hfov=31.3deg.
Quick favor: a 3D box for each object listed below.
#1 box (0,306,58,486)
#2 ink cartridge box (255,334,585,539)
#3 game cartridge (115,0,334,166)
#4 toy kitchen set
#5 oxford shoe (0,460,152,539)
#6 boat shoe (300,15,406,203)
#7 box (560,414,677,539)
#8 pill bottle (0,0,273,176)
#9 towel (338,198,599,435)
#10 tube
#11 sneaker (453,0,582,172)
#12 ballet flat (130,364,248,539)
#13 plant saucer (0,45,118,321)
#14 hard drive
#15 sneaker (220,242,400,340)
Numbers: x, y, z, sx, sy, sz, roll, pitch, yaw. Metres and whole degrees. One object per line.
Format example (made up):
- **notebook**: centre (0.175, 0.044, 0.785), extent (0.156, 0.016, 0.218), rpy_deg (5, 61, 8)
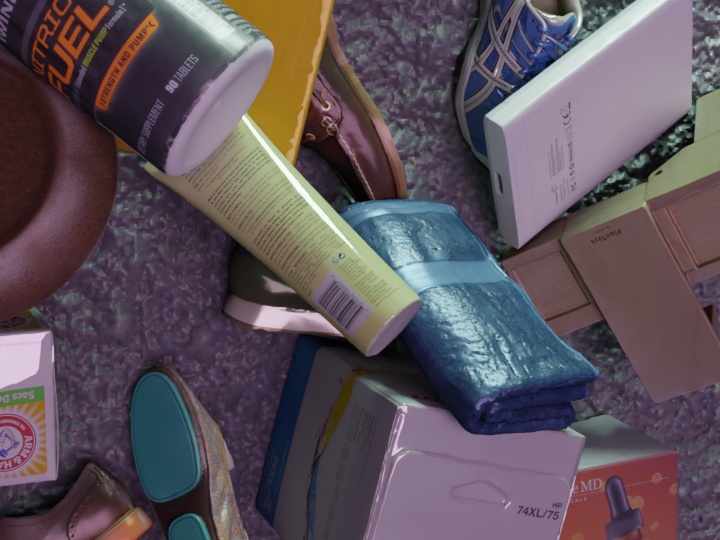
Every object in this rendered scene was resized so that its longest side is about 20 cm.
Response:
- **box**: centre (-0.302, 0.082, 0.825), extent (0.200, 0.112, 0.102), rpy_deg (-4, 102, -22)
- **ink cartridge box**: centre (0.035, 0.148, 0.925), extent (0.147, 0.200, 0.146), rpy_deg (13, 95, -23)
- **game cartridge**: centre (-0.124, -0.161, 0.860), extent (0.200, 0.032, 0.177), rpy_deg (14, 95, -3)
- **toy kitchen set**: centre (0.252, -0.015, 1.054), extent (0.200, 0.180, 0.163), rpy_deg (-23, 109, 26)
- **oxford shoe**: centre (-0.248, 0.215, 0.906), extent (0.200, 0.071, 0.073), rpy_deg (-37, 90, -15)
- **boat shoe**: centre (-0.037, -0.125, 0.918), extent (0.070, 0.070, 0.200), rpy_deg (-32, 102, -21)
- **box**: centre (0.166, 0.236, 1.046), extent (0.152, 0.106, 0.200), rpy_deg (-7, 103, -20)
- **pill bottle**: centre (-0.160, -0.156, 0.786), extent (0.200, 0.106, 0.106), rpy_deg (38, 84, 5)
- **towel**: centre (0.066, 0.024, 0.871), extent (0.112, 0.200, 0.049), rpy_deg (-1, 133, -37)
- **tube**: centre (-0.047, -0.031, 0.826), extent (0.200, 0.052, 0.058), rpy_deg (43, 51, 13)
- **sneaker**: centre (0.121, -0.166, 0.969), extent (0.076, 0.077, 0.200), rpy_deg (-2, 103, -23)
- **ballet flat**: centre (-0.117, 0.166, 0.935), extent (0.067, 0.068, 0.200), rpy_deg (4, 70, -61)
- **plant saucer**: centre (-0.254, -0.064, 0.802), extent (0.200, 0.037, 0.201), rpy_deg (0, 75, 0)
- **hard drive**: centre (0.179, -0.121, 0.985), extent (0.200, 0.027, 0.132), rpy_deg (-37, 141, -19)
- **sneaker**: centre (0.000, 0.000, 0.955), extent (0.200, 0.067, 0.090), rpy_deg (4, 103, -19)
